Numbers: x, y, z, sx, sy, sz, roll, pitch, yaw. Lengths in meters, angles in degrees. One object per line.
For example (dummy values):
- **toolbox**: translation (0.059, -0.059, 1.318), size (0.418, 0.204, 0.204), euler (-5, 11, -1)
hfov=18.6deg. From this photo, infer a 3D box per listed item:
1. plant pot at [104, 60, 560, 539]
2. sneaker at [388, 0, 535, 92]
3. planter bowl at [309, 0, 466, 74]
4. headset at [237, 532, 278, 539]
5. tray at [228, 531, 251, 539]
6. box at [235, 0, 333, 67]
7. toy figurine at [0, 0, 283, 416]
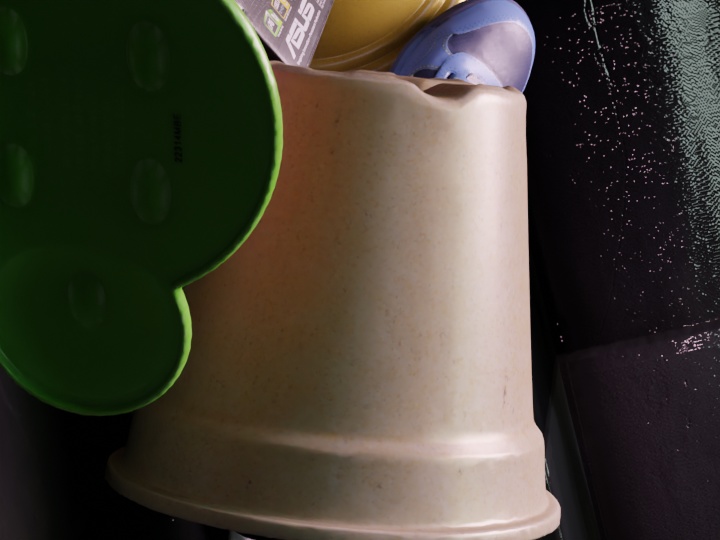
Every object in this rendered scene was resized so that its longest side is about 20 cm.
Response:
- **plant pot**: translation (-0.002, 0.006, 0.947), size (0.200, 0.199, 0.185), euler (-27, 123, -80)
- **sneaker**: translation (0.038, -0.061, 1.167), size (0.074, 0.200, 0.082), euler (47, -18, -32)
- **planter bowl**: translation (-0.019, -0.181, 1.229), size (0.084, 0.199, 0.202), euler (61, 19, -59)
- **headset**: translation (-0.012, 0.110, 1.130), size (0.123, 0.094, 0.201), euler (34, 23, -44)
- **tray**: translation (-0.044, 0.125, 1.228), size (0.201, 0.022, 0.108), euler (-90, 163, -53)
- **box**: translation (-0.079, -0.209, 1.072), size (0.193, 0.047, 0.201), euler (44, 39, -24)
- **toy figurine**: translation (-0.084, -0.076, 0.854), size (0.184, 0.149, 0.202), euler (-69, 162, -59)
